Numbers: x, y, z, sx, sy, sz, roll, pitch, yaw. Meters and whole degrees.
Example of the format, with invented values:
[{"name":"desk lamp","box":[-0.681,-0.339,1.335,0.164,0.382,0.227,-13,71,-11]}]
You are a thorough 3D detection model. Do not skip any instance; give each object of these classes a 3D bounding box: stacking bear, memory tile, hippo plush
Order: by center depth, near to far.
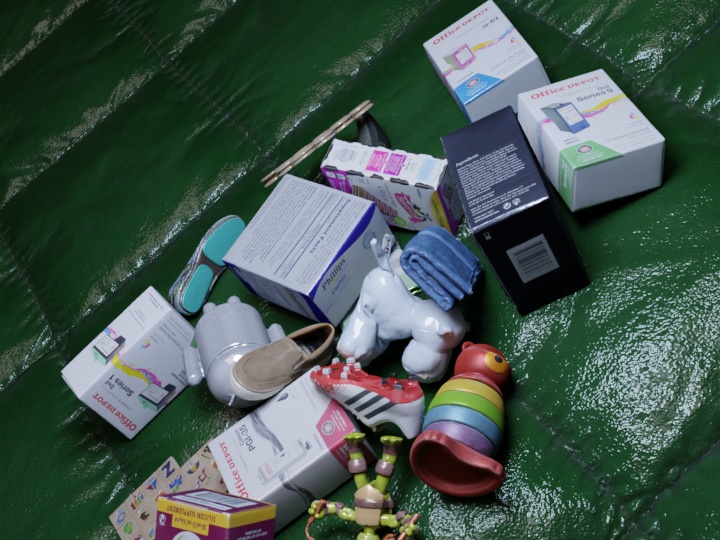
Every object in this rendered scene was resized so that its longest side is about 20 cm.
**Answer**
[{"name":"stacking bear","box":[0.144,0.183,1.408,0.114,0.121,0.201,-57,7,52]},{"name":"hippo plush","box":[0.076,0.069,1.532,0.159,0.159,0.202,22,103,13]},{"name":"memory tile","box":[-0.073,-0.212,1.788,0.200,0.017,0.153,-42,8,-35]}]

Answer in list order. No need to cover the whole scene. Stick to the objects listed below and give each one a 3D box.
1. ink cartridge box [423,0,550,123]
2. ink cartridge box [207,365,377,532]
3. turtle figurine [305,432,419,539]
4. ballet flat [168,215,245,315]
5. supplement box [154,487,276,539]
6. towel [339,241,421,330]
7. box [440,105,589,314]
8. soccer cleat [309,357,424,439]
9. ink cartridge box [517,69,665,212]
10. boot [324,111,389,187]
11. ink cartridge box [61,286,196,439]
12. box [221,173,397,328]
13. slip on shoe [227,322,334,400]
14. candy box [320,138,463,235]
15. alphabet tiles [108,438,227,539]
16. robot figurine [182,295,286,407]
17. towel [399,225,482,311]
[{"name":"ink cartridge box","box":[0.209,-0.343,1.800,0.144,0.085,0.201,-32,44,7]},{"name":"ink cartridge box","box":[-0.098,0.256,1.515,0.199,0.083,0.147,-36,45,-1]},{"name":"turtle figurine","box":[0.023,0.299,1.405,0.198,0.064,0.163,2,85,31]},{"name":"ballet flat","box":[-0.272,-0.013,1.858,0.074,0.074,0.201,11,59,38]},{"name":"supplement box","box":[-0.194,0.397,1.394,0.130,0.103,0.202,3,89,34]},{"name":"towel","box":[0.000,0.000,1.698,0.149,0.031,0.201,-35,45,4]},{"name":"box","box":[0.217,-0.085,1.509,0.117,0.197,0.201,-25,46,12]},{"name":"soccer cleat","box":[0.006,0.173,1.447,0.199,0.086,0.068,8,19,42]},{"name":"ink cartridge box","box":[0.334,-0.194,1.573,0.144,0.088,0.201,-16,42,-7]},{"name":"boot","box":[-0.011,-0.191,1.836,0.130,0.068,0.201,-34,43,12]},{"name":"ink cartridge box","box":[-0.353,0.150,1.719,0.200,0.145,0.084,-44,45,-6]},{"name":"box","box":[-0.079,-0.033,1.680,0.199,0.105,0.185,21,67,39]},{"name":"slip on shoe","box":[-0.110,0.128,1.563,0.076,0.199,0.061,47,129,24]},{"name":"candy box","box":[0.052,-0.126,1.665,0.198,0.137,0.061,12,63,25]},{"name":"alphabet tiles","box":[-0.273,0.351,1.607,0.200,0.008,0.167,-44,44,-6]},{"name":"robot figurine","box":[-0.192,0.130,1.655,0.168,0.114,0.201,-18,45,-9]},{"name":"towel","box":[0.117,-0.011,1.511,0.049,0.112,0.200,-48,-2,18]}]
